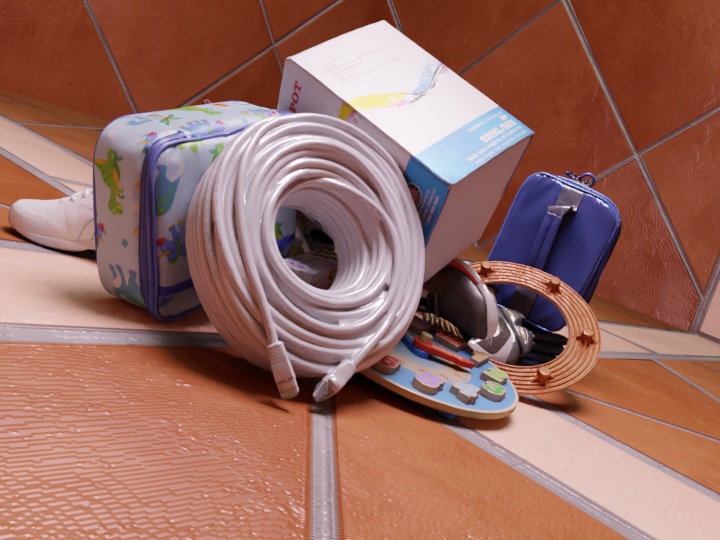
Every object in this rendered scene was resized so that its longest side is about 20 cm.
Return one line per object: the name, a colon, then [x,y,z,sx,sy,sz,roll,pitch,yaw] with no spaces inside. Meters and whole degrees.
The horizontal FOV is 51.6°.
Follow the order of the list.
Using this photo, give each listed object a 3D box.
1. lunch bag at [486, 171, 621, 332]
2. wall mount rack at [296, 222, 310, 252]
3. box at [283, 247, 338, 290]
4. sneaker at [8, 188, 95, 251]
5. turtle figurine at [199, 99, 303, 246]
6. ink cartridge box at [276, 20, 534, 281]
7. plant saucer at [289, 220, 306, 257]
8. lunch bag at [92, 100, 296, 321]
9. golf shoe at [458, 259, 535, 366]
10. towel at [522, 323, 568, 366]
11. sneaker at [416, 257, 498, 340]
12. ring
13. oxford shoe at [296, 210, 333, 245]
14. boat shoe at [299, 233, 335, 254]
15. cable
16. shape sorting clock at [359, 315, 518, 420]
lunch bag: [0.246,-0.029,0.947,0.134,0.204,0.132,26,12,18]
wall mount rack: [0.000,0.000,0.975,0.171,0.076,0.199,20,6,27]
box: [-0.048,0.007,0.764,0.038,0.042,0.200,21,8,8]
sneaker: [-0.237,-0.059,0.718,0.195,0.082,0.071,5,19,-3]
turtle figurine: [-0.174,-0.069,0.834,0.191,0.203,0.145,-22,42,-12]
ink cartridge box: [0.030,-0.112,0.718,0.199,0.149,0.144,41,49,18]
plant saucer: [-0.161,-0.084,0.993,0.196,0.031,0.202,17,37,-13]
lunch bag: [-0.131,-0.055,0.642,0.081,0.164,0.199,19,25,26]
golf shoe: [0.123,0.044,0.891,0.092,0.079,0.200,3,26,-24]
towel: [0.184,0.074,1.009,0.110,0.050,0.200,14,10,-26]
sneaker: [0.055,0.018,0.780,0.081,0.078,0.199,-31,51,-29]
ring: [0.166,0.053,0.819,0.195,0.020,0.203,3,41,-3]
oxford shoe: [-0.056,-0.066,0.887,0.070,0.074,0.200,-3,1,-16]
boat shoe: [-0.133,-0.050,1.077,0.196,0.075,0.067,17,-19,-13]
cable: [-0.036,-0.018,0.576,0.198,0.203,0.069,-28,2,-38]
shape sorting clock: [0.053,0.076,0.683,0.196,0.040,0.200,23,10,-4]
